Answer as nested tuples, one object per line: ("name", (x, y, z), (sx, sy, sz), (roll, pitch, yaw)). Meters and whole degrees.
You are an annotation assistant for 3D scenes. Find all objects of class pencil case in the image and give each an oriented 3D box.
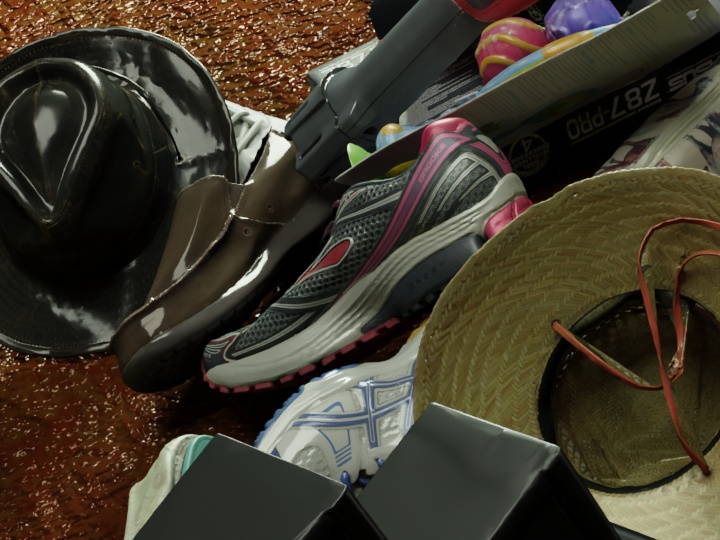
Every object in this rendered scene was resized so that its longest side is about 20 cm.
("pencil case", (0.173, -0.057, 1.322), (0.078, 0.089, 0.200), (16, 49, 43))

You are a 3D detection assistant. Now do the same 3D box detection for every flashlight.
("flashlight", (0.039, -0.128, 1.368), (0.200, 0.068, 0.068), (-44, 52, 35))

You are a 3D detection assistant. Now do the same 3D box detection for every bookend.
("bookend", (0.012, 0.123, 1.017), (0.092, 0.199, 0.200), (18, 61, 45))

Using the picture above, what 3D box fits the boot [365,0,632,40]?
("boot", (0.102, -0.205, 1.456), (0.168, 0.076, 0.200), (-1, 50, 48))

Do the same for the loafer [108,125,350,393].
("loafer", (-0.078, -0.008, 1.392), (0.200, 0.071, 0.073), (-46, -5, -45))

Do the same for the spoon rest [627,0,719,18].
("spoon rest", (0.234, -0.156, 1.426), (0.200, 0.061, 0.099), (-2, 22, 14))

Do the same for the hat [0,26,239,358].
("hat", (-0.161, -0.056, 1.440), (0.200, 0.081, 0.201), (-4, 70, 11))

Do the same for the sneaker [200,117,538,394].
("sneaker", (0.000, 0.000, 1.299), (0.200, 0.075, 0.081), (-33, -10, 24))

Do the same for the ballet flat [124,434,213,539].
("ballet flat", (-0.089, 0.155, 1.205), (0.062, 0.067, 0.200), (-39, 21, 26))

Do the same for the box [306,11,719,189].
("box", (0.089, -0.111, 1.485), (0.200, 0.049, 0.161), (-27, 35, -11))

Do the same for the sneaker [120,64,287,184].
("sneaker", (-0.099, -0.077, 1.509), (0.200, 0.087, 0.075), (3, 38, 30))

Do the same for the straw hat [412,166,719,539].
("straw hat", (0.128, 0.056, 1.181), (0.201, 0.201, 0.085), (-14, -8, 10))

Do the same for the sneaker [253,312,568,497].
("sneaker", (0.029, 0.078, 1.221), (0.200, 0.075, 0.088), (-38, 37, -24))

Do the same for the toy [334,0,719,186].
("toy", (0.080, -0.101, 1.324), (0.200, 0.047, 0.115), (-31, -12, 12))
